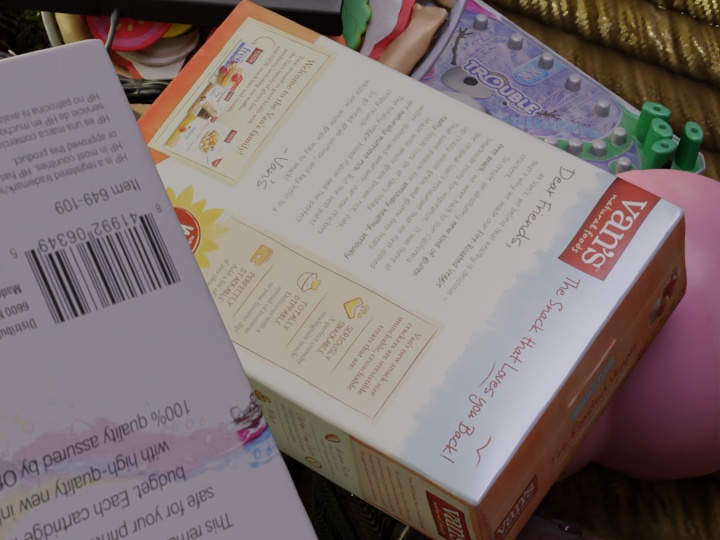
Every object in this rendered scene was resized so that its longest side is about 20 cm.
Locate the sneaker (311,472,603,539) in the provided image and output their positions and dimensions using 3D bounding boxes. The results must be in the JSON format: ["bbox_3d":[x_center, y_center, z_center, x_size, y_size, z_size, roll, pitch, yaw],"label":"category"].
[{"bbox_3d":[0.082,0.119,0.756,0.200,0.076,0.115,41,44,15],"label":"sneaker"}]

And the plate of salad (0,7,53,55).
[{"bbox_3d":[-0.223,-0.117,0.915,0.199,0.048,0.201,2,59,-3],"label":"plate of salad"}]

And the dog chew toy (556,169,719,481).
[{"bbox_3d":[0.072,0.031,0.804,0.199,0.125,0.125,-11,48,-10],"label":"dog chew toy"}]

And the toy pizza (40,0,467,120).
[{"bbox_3d":[-0.048,-0.145,0.895,0.199,0.032,0.202,-2,73,7],"label":"toy pizza"}]

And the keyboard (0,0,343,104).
[{"bbox_3d":[-0.103,-0.124,0.869,0.199,0.021,0.128,6,75,10],"label":"keyboard"}]

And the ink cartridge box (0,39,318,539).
[{"bbox_3d":[-0.122,0.067,0.562,0.146,0.146,0.201,-20,84,-43],"label":"ink cartridge box"}]

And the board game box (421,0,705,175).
[{"bbox_3d":[0.032,-0.069,0.957,0.200,0.026,0.200,38,51,26],"label":"board game box"}]

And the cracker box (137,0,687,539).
[{"bbox_3d":[0.000,0.000,0.735,0.199,0.058,0.134,28,66,25],"label":"cracker box"}]
